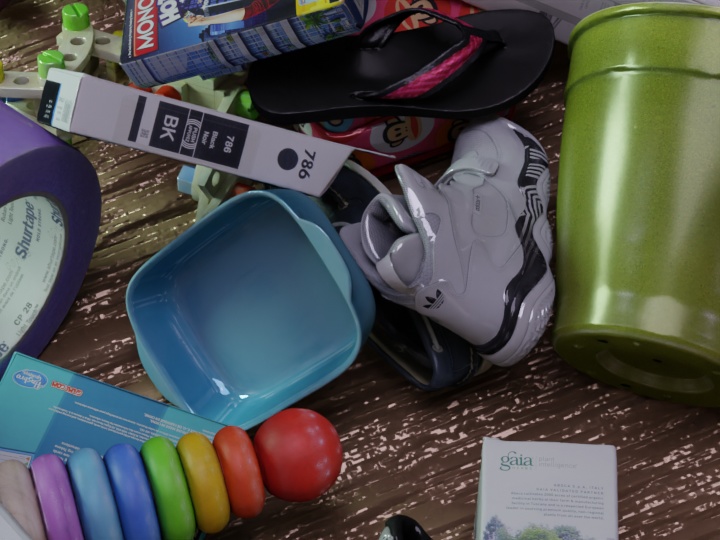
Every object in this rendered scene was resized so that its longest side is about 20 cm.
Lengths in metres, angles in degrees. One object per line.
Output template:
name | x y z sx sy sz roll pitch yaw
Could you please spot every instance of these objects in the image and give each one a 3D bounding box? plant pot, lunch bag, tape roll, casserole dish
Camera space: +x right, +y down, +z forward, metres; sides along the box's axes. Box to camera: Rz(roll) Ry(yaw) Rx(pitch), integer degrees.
plant pot | 0.199 -0.028 1.304 0.199 0.201 0.194 13 73 12
lunch bag | 0.021 -0.169 1.452 0.175 0.082 0.201 -19 60 -6
tape roll | -0.252 -0.007 1.316 0.085 0.200 0.200 32 68 20
casserole dish | -0.063 0.022 1.305 0.039 0.200 0.122 -33 90 -45

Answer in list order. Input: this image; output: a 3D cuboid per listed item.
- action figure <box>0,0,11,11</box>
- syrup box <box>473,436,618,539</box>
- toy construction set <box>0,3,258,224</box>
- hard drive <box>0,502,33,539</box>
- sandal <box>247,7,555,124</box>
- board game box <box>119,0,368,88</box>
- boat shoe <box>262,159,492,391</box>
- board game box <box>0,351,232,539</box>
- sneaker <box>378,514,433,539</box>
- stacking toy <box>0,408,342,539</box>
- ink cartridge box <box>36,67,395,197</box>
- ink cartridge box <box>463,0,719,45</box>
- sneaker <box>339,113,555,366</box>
action figure | -0.233 -0.215 1.497 0.149 0.134 0.200 42 67 8
syrup box | 0.102 0.195 1.211 0.078 0.082 0.201 3 46 1
toy construction set | -0.142 -0.108 1.427 0.199 0.093 0.131 29 42 12
hard drive | -0.251 0.138 1.219 0.026 0.132 0.200 -26 58 -39
sandal | 0.028 -0.132 1.359 0.198 0.045 0.076 -9 56 -7
board game box | -0.091 -0.195 1.394 0.198 0.062 0.201 -14 47 17
boat shoe | 0.000 0.000 1.359 0.062 0.075 0.200 -21 63 -44
board game box | -0.180 0.164 1.299 0.150 0.047 0.201 18 64 14
sneaker | -0.004 0.186 1.207 0.199 0.075 0.116 16 92 43
stacking toy | -0.105 0.128 1.248 0.198 0.086 0.086 -13 59 -10
ink cartridge box | -0.087 -0.078 1.301 0.198 0.099 0.040 13 92 -20
ink cartridge box | 0.158 -0.221 1.423 0.199 0.083 0.147 23 50 -1
sneaker | 0.053 -0.040 1.312 0.114 0.075 0.201 26 38 -24
